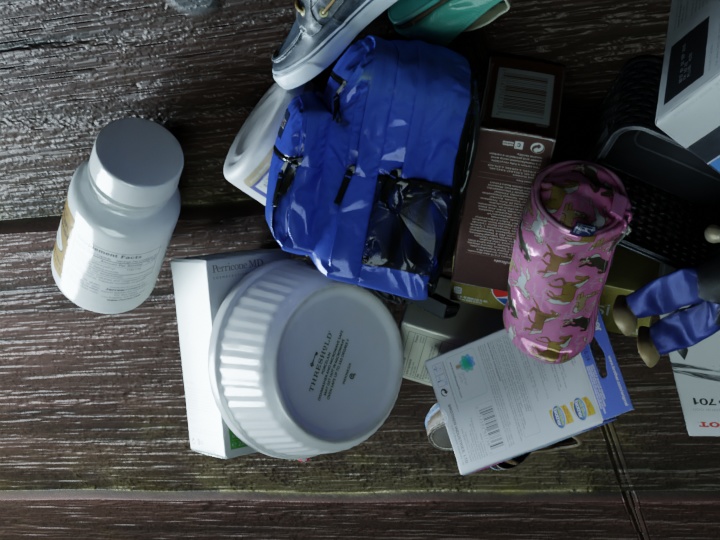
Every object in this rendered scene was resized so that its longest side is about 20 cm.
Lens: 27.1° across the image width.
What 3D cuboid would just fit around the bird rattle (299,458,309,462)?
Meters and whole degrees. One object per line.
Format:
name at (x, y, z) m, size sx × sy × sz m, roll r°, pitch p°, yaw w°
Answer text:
bird rattle at (-0.073, 0.126, 1.671) m, size 0.162 × 0.113 × 0.200 m, roll -30°, pitch 125°, yaw 22°

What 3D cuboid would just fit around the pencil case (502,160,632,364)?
pencil case at (0.177, -0.004, 1.306) m, size 0.082 × 0.087 × 0.201 m, roll -16°, pitch 146°, yaw -17°

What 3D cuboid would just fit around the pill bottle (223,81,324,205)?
pill bottle at (-0.017, -0.083, 1.398) m, size 0.199 × 0.120 × 0.120 m, roll 34°, pitch 137°, yaw -18°

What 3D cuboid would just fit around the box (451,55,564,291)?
box at (0.132, -0.085, 1.355) m, size 0.074 × 0.101 × 0.201 m, roll 9°, pitch 138°, yaw 5°

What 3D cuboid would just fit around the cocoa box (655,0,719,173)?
cocoa box at (0.317, -0.171, 1.115) m, size 0.131 × 0.201 × 0.133 m, roll 33°, pitch 137°, yaw -18°

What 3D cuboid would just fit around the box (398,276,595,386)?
box at (0.136, 0.080, 1.553) m, size 0.198 × 0.078 × 0.095 m, roll 17°, pitch 140°, yaw 1°

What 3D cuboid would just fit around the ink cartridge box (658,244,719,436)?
ink cartridge box at (0.377, 0.068, 1.447) m, size 0.145 × 0.086 × 0.201 m, roll -2°, pitch 134°, yaw 23°

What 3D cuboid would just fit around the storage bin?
storage bin at (0.295, -0.080, 1.307) m, size 0.198 × 0.094 × 0.136 m, roll 23°, pitch 139°, yaw -4°

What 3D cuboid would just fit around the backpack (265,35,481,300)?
backpack at (0.013, -0.097, 1.253) m, size 0.166 × 0.163 × 0.202 m, roll 13°, pitch 102°, yaw -14°

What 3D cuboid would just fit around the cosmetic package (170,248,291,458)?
cosmetic package at (-0.124, 0.082, 1.540) m, size 0.085 × 0.107 × 0.202 m, roll 3°, pitch 101°, yaw 57°

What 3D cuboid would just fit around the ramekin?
ramekin at (-0.045, 0.090, 1.487) m, size 0.202 × 0.203 × 0.094 m, roll 45°, pitch 156°, yaw -28°

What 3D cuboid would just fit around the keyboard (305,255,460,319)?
keyboard at (0.000, 0.000, 1.466) m, size 0.199 × 0.021 × 0.127 m, roll 26°, pitch -175°, yaw 17°

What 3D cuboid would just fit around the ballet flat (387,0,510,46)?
ballet flat at (0.110, -0.245, 1.227) m, size 0.070 × 0.068 × 0.199 m, roll 20°, pitch 146°, yaw -38°

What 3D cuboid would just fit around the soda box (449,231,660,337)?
soda box at (0.190, 0.003, 1.459) m, size 0.198 × 0.064 × 0.068 m, roll 11°, pitch 140°, yaw 8°

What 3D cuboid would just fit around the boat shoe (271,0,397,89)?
boat shoe at (-0.031, -0.242, 1.274) m, size 0.091 × 0.071 × 0.200 m, roll 38°, pitch 129°, yaw -19°

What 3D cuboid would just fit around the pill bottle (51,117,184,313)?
pill bottle at (-0.243, -0.056, 1.515) m, size 0.113 × 0.115 × 0.201 m, roll 22°, pitch 139°, yaw -5°

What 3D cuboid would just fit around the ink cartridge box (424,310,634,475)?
ink cartridge box at (0.165, 0.110, 1.443) m, size 0.199 × 0.120 × 0.042 m, roll -26°, pitch 165°, yaw 33°

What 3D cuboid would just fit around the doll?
doll at (0.325, 0.021, 1.298) m, size 0.199 × 0.049 × 0.137 m, roll -26°, pitch 113°, yaw 32°

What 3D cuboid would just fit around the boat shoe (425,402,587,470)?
boat shoe at (0.144, 0.160, 1.521) m, size 0.199 × 0.073 × 0.072 m, roll -18°, pitch 129°, yaw 37°
